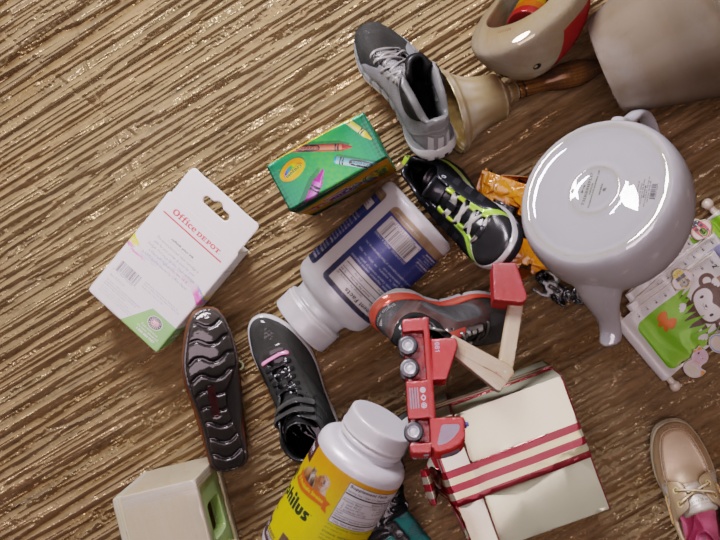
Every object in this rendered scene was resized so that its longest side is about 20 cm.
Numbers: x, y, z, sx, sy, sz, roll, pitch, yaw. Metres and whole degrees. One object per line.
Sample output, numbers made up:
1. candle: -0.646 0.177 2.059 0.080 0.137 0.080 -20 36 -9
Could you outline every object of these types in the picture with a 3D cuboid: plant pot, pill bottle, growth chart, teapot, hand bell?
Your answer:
1. plant pot: 0.355 -0.267 1.128 0.173 0.200 0.201 -22 91 22
2. pill bottle: 0.000 0.000 1.193 0.200 0.111 0.111 -43 89 5
3. growth chart: 0.403 0.034 1.211 0.145 0.018 0.200 41 96 1
4. pill bottle: -0.023 0.250 1.140 0.109 0.109 0.201 30 103 3
5. teapot: 0.282 -0.060 1.100 0.200 0.146 0.198 -39 50 14
6. hand bell: 0.196 -0.217 1.191 0.199 0.104 0.105 -19 91 -6

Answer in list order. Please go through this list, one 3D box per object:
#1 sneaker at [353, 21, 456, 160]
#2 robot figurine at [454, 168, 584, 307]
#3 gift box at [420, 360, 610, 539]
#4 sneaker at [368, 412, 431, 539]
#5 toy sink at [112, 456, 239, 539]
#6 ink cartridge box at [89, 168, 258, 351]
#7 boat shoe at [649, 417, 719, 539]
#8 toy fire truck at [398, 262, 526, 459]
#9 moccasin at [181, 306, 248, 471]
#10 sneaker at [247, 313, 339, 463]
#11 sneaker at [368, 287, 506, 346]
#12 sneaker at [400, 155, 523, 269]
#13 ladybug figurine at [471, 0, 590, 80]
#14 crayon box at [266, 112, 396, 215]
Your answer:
1. sneaker: 0.053 -0.233 1.152 0.075 0.116 0.201 -28 70 -8
2. robot figurine: 0.222 -0.042 1.200 0.199 0.058 0.146 21 94 4
3. gift box: 0.166 0.229 1.156 0.186 0.185 0.201 -19 85 3
4. sneaker: 0.043 0.281 1.206 0.120 0.084 0.201 33 103 17
5. toy sink: -0.206 0.343 1.217 0.111 0.130 0.201 -13 91 5
6. ink cartridge box: -0.220 -0.016 1.231 0.117 0.067 0.200 42 96 2
7. boat shoe: 0.401 0.276 1.195 0.073 0.069 0.201 -19 91 5
8. toy fire truck: 0.111 0.097 1.073 0.140 0.049 0.201 -4 77 2
9. moccasin: -0.174 0.141 1.229 0.073 0.078 0.202 -16 104 -7
10. sneaker: -0.083 0.144 1.213 0.070 0.099 0.201 -27 89 7
11. sneaker: 0.108 0.074 1.171 0.199 0.082 0.077 3 123 -25
12. sneaker: 0.104 -0.070 1.150 0.083 0.200 0.072 16 113 -39
13. ladybug figurine: 0.202 -0.283 1.147 0.135 0.200 0.072 -7 128 42
14. crayon box: -0.027 -0.117 1.145 0.118 0.200 0.058 -28 89 6
